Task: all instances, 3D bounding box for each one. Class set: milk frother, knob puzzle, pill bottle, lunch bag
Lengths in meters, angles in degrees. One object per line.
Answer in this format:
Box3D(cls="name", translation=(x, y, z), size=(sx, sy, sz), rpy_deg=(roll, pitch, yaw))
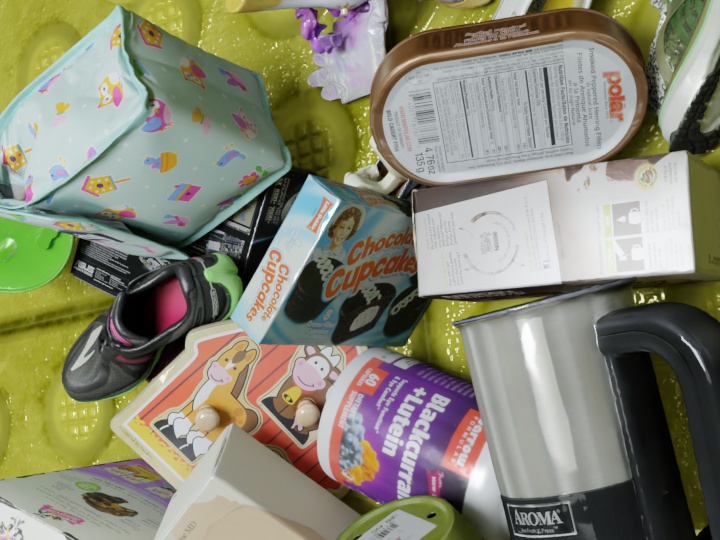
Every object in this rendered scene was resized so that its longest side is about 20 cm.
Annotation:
Box3D(cls="milk frother", translation=(0.179, 0.099, 0.636), size=(0.178, 0.199, 0.192), rpy_deg=(-15, 86, 33))
Box3D(cls="knob puzzle", translation=(-0.072, 0.122, 0.826), size=(0.215, 0.030, 0.224), rpy_deg=(-3, 108, -9))
Box3D(cls="pill bottle", translation=(0.074, 0.141, 0.759), size=(0.198, 0.111, 0.113), rpy_deg=(20, 97, 30))
Box3D(cls="lunch bag", translation=(-0.183, -0.084, 0.795), size=(0.199, 0.169, 0.123), rpy_deg=(-34, 63, 24))

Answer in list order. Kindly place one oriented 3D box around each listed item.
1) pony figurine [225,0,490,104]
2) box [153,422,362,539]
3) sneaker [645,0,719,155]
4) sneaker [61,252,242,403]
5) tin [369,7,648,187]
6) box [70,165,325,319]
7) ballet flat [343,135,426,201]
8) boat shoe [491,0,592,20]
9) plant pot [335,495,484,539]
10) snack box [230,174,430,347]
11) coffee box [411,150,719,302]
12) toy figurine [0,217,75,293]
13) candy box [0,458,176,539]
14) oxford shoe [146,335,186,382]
Box3D(cls="pony figurine", translation=(-0.006, -0.225, 0.805), size=(0.191, 0.198, 0.170), rpy_deg=(3, 95, 47))
Box3D(cls="box", translation=(-0.054, 0.223, 0.794), size=(0.199, 0.078, 0.095), rpy_deg=(36, 110, -10))
Box3D(cls="sneaker", translation=(0.229, -0.183, 0.682), size=(0.089, 0.076, 0.203), rpy_deg=(47, 134, 41))
Box3D(cls="sneaker", translation=(-0.188, 0.043, 0.840), size=(0.199, 0.083, 0.078), rpy_deg=(-37, 69, 24))
Box3D(cls="tin", translation=(0.103, -0.117, 0.716), size=(0.196, 0.113, 0.042), rpy_deg=(-7, 39, 11))
Box3D(cls="box", translation=(-0.150, -0.039, 0.921), size=(0.198, 0.086, 0.167), rpy_deg=(21, 98, 30))
Box3D(cls="ballet flat", translation=(0.025, -0.079, 0.824), size=(0.073, 0.073, 0.202), rpy_deg=(41, 107, 26))
Box3D(cls="boat shoe", translation=(0.130, -0.155, 0.749), size=(0.205, 0.074, 0.086), rpy_deg=(-65, 17, 6))
Box3D(cls="plant pot", translation=(0.054, 0.263, 0.679), size=(0.185, 0.187, 0.203), rpy_deg=(-16, 106, 29))
Box3D(cls="snack box", translation=(0.000, 0.000, 0.760), size=(0.037, 0.199, 0.117), rpy_deg=(38, 106, 29))
Box3D(cls="coffee box", translation=(0.148, -0.026, 0.722), size=(0.197, 0.112, 0.081), rpy_deg=(-6, 84, 30))
Box3D(cls="toy figurine", translation=(-0.300, -0.105, 0.967), size=(0.150, 0.185, 0.200), rpy_deg=(40, 116, -15))
Box3D(cls="candy box", translation=(-0.209, 0.232, 0.876), size=(0.166, 0.199, 0.073), rpy_deg=(16, 95, 31))
Box3D(cls="oxford shoe", translation=(-0.134, 0.098, 0.921), size=(0.198, 0.075, 0.071), rpy_deg=(30, 82, 11))
